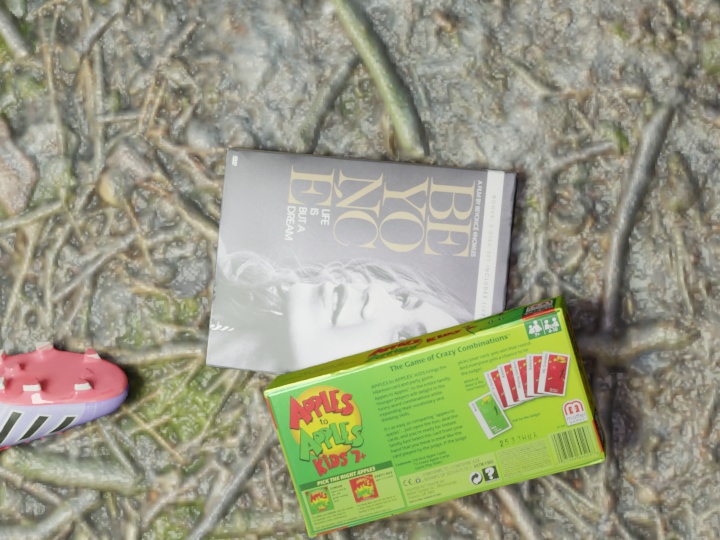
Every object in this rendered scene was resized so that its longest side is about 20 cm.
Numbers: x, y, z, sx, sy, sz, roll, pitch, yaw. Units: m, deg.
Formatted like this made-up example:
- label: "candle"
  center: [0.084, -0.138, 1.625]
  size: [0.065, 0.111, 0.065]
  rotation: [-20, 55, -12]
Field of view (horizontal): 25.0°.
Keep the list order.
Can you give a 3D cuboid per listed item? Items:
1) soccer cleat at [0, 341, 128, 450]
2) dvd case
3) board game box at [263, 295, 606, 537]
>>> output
- label: "soccer cleat"
  center: [-0.252, 0.100, 1.108]
  size: [0.198, 0.067, 0.077]
  rotation: [-6, 119, 3]
- label: "dvd case"
  center: [0.000, 0.000, 1.086]
  size: [0.198, 0.016, 0.150]
  rotation: [5, 89, 8]
- label: "board game box"
  center: [0.049, 0.094, 1.047]
  size: [0.199, 0.048, 0.102]
  rotation: [-16, 96, 11]
